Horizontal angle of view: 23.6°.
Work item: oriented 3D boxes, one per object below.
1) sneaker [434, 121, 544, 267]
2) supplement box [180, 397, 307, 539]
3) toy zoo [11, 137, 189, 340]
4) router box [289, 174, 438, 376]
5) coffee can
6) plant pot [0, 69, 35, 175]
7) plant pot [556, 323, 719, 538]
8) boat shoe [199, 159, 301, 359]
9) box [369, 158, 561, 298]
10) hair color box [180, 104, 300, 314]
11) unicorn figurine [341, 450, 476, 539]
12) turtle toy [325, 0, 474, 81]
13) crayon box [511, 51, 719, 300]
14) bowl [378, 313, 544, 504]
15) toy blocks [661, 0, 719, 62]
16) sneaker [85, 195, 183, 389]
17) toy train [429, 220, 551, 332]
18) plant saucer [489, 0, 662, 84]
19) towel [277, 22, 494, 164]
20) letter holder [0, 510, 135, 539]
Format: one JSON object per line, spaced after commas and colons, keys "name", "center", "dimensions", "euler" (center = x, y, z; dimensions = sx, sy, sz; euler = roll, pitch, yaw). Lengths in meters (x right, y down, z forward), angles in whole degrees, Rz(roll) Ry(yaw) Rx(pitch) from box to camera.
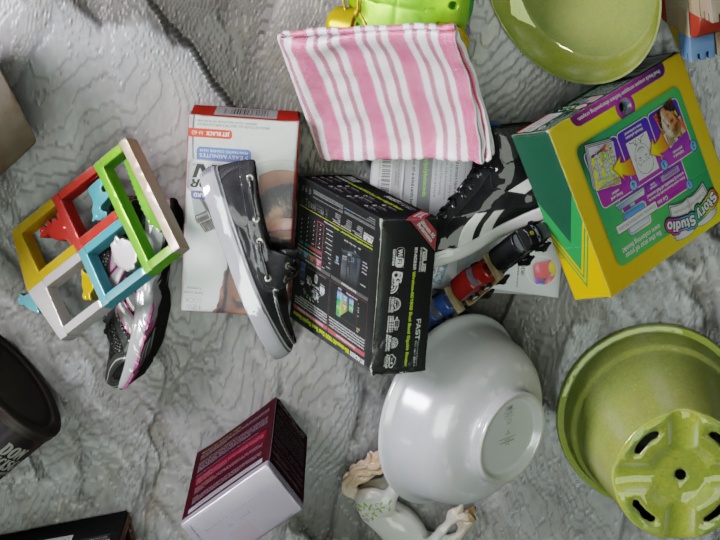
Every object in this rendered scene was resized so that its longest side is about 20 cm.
{"name": "sneaker", "center": [0.107, -0.082, 1.679], "dimensions": [0.200, 0.073, 0.112], "euler": [-24, 100, -2]}
{"name": "supplement box", "center": [-0.113, 0.208, 1.721], "dimensions": [0.109, 0.200, 0.061], "euler": [-35, 103, 9]}
{"name": "toy zoo", "center": [-0.270, -0.022, 1.709], "dimensions": [0.200, 0.020, 0.131], "euler": [-35, 71, 23]}
{"name": "router box", "center": [0.000, 0.000, 1.665], "dimensions": [0.062, 0.200, 0.150], "euler": [-2, 106, -25]}
{"name": "coffee can", "center": [-0.425, 0.169, 1.741], "dimensions": [0.200, 0.146, 0.146], "euler": [-39, 101, 10]}
{"name": "plant pot", "center": [-0.415, -0.135, 1.657], "dimensions": [0.173, 0.200, 0.200], "euler": [-28, 103, -9]}
{"name": "plant pot", "center": [0.304, 0.173, 1.719], "dimensions": [0.200, 0.184, 0.201], "euler": [0, 104, 1]}
{"name": "boat shoe", "center": [-0.092, -0.014, 1.676], "dimensions": [0.066, 0.070, 0.201], "euler": [-19, 97, 5]}
{"name": "box", "center": [0.106, -0.057, 1.737], "dimensions": [0.199, 0.041, 0.156], "euler": [4, 105, 0]}
{"name": "hair color box", "center": [-0.120, -0.059, 1.726], "dimensions": [0.111, 0.064, 0.201], "euler": [3, 105, -1]}
{"name": "unicorn figurine", "center": [0.052, 0.276, 1.811], "dimensions": [0.137, 0.074, 0.200], "euler": [-36, 85, 9]}
{"name": "turtle toy", "center": [0.049, -0.243, 1.659], "dimensions": [0.145, 0.101, 0.201], "euler": [14, 108, 21]}
{"name": "crayon box", "center": [0.257, -0.092, 1.663], "dimensions": [0.200, 0.058, 0.173], "euler": [-31, 106, -33]}
{"name": "bowl", "center": [0.118, 0.151, 1.706], "dimensions": [0.201, 0.090, 0.202], "euler": [-21, 121, -40]}
{"name": "toy blocks", "center": [0.318, -0.262, 1.615], "dimensions": [0.100, 0.200, 0.137], "euler": [-15, 115, -11]}
{"name": "sneaker", "center": [-0.239, 0.017, 1.749], "dimensions": [0.086, 0.080, 0.201], "euler": [13, 96, 9]}
{"name": "toy train", "center": [0.113, 0.011, 1.682], "dimensions": [0.200, 0.046, 0.034], "euler": [-42, 71, 45]}
{"name": "plant saucer", "center": [0.206, -0.275, 1.637], "dimensions": [0.200, 0.031, 0.200], "euler": [26, 133, 31]}
{"name": "towel", "center": [0.022, -0.164, 1.632], "dimensions": [0.199, 0.030, 0.147], "euler": [2, 129, 30]}
{"name": "letter holder", "center": [-0.330, 0.353, 1.811], "dimensions": [0.199, 0.101, 0.143], "euler": [-11, 105, 3]}
